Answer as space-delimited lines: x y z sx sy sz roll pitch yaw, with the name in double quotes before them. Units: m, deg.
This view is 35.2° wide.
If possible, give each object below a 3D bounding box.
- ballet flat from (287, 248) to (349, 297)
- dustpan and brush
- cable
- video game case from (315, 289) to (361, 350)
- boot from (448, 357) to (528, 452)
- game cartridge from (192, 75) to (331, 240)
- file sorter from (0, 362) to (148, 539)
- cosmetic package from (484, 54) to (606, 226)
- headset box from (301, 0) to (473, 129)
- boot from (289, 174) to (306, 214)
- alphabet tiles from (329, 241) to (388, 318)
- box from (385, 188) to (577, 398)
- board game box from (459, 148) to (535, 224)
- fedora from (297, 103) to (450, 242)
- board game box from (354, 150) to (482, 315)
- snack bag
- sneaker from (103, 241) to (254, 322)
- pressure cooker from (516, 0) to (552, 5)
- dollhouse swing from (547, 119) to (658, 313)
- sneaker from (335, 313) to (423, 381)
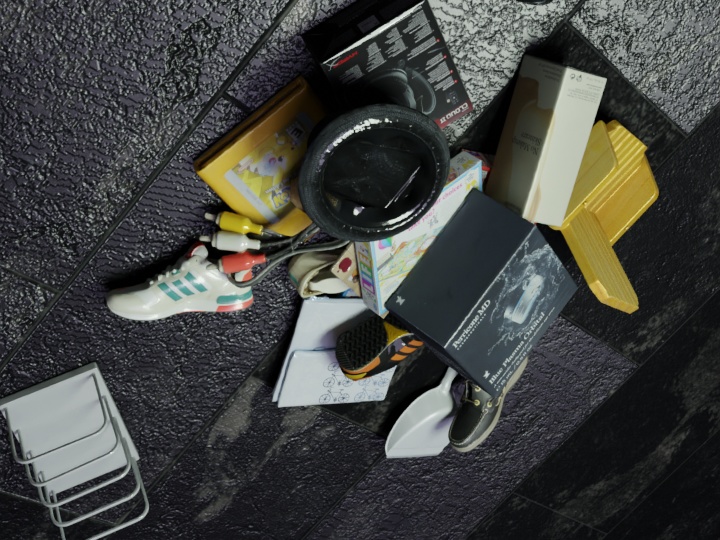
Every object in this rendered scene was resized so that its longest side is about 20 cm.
"ballet flat" 0.000 0.000 1.555 0.197 0.070 0.070 -10 131 -12
"dustpan and brush" 0.125 0.213 1.822 0.139 0.057 0.201 5 131 -44
"cable" -0.103 -0.028 1.420 0.197 0.050 0.099 -2 91 14
"video game case" 0.002 0.100 1.685 0.142 0.018 0.201 9 122 -31
"boot" 0.172 0.163 1.751 0.201 0.073 0.151 -54 132 -14
"game cartridge" -0.088 -0.125 1.446 0.176 0.033 0.200 -38 133 6
"file sorter" -0.384 0.256 1.546 0.137 0.125 0.201 -21 133 -10
"cosmetic package" 0.238 -0.170 1.486 0.070 0.105 0.202 8 103 -29
"headset box" 0.040 -0.234 1.390 0.148 0.078 0.201 -31 135 1
"boot" -0.012 -0.089 1.470 0.075 0.075 0.199 -21 150 34
"alphabet tiles" 0.055 -0.026 1.504 0.168 0.008 0.200 -51 145 -3
"box" 0.166 0.034 1.512 0.197 0.117 0.200 -52 143 -4
"board game box" 0.171 -0.066 1.612 0.150 0.046 0.201 6 124 -30
"fedora" 0.006 -0.131 1.341 0.198 0.092 0.202 -16 133 -18
"board game box" 0.080 -0.049 1.475 0.199 0.034 0.135 -35 140 -26
"snack bag" -0.021 0.118 1.660 0.186 0.021 0.202 1 126 -27
"sneaker" -0.234 0.008 1.469 0.197 0.070 0.095 -4 109 -20
"pressure cooker" 0.206 -0.403 1.265 0.174 0.179 0.201 -26 133 -9
"dollhouse swing" 0.365 -0.071 1.578 0.182 0.176 0.199 -47 151 16
"sneaker" 0.055 0.092 1.631 0.199 0.070 0.090 -29 156 -9
